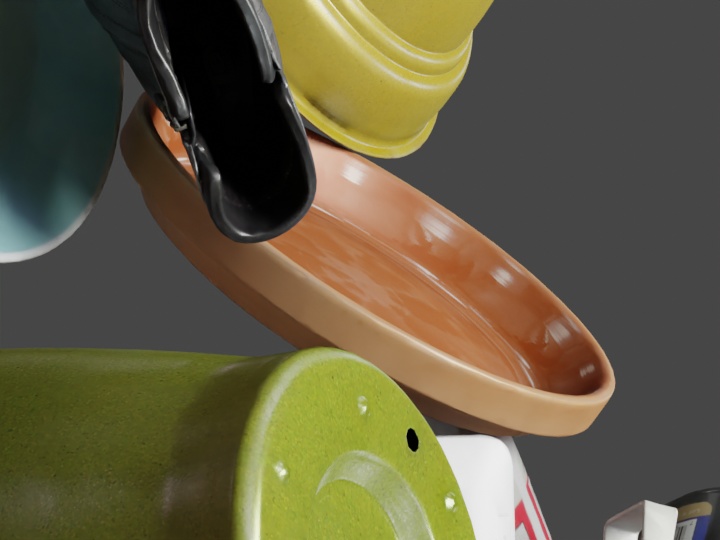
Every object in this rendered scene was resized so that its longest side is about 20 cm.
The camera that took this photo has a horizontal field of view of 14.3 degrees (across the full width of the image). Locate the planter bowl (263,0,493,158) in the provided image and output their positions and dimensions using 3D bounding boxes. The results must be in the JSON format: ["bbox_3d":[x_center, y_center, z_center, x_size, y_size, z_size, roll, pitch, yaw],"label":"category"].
[{"bbox_3d":[0.006,-0.152,1.141,0.200,0.083,0.201,42,34,-36],"label":"planter bowl"}]

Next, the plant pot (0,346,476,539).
[{"bbox_3d":[-0.075,0.102,0.789,0.200,0.192,0.201,36,46,-50],"label":"plant pot"}]

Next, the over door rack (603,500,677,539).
[{"bbox_3d":[0.012,0.158,0.958,0.147,0.067,0.201,16,80,-16],"label":"over door rack"}]

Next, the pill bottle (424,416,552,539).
[{"bbox_3d":[0.035,0.160,1.051,0.112,0.112,0.201,-45,117,-59],"label":"pill bottle"}]

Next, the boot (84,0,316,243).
[{"bbox_3d":[-0.068,-0.115,0.926,0.200,0.070,0.132,59,1,-24],"label":"boot"}]

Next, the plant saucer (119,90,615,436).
[{"bbox_3d":[0.000,0.000,1.037,0.200,0.032,0.200,30,15,-9],"label":"plant saucer"}]

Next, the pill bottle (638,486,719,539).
[{"bbox_3d":[0.155,0.197,1.258,0.112,0.112,0.200,60,32,-27],"label":"pill bottle"}]

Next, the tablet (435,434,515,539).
[{"bbox_3d":[-0.009,0.154,0.911,0.130,0.014,0.201,-1,85,-17],"label":"tablet"}]

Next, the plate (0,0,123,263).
[{"bbox_3d":[-0.143,-0.098,0.938,0.200,0.025,0.201,35,48,-50],"label":"plate"}]
